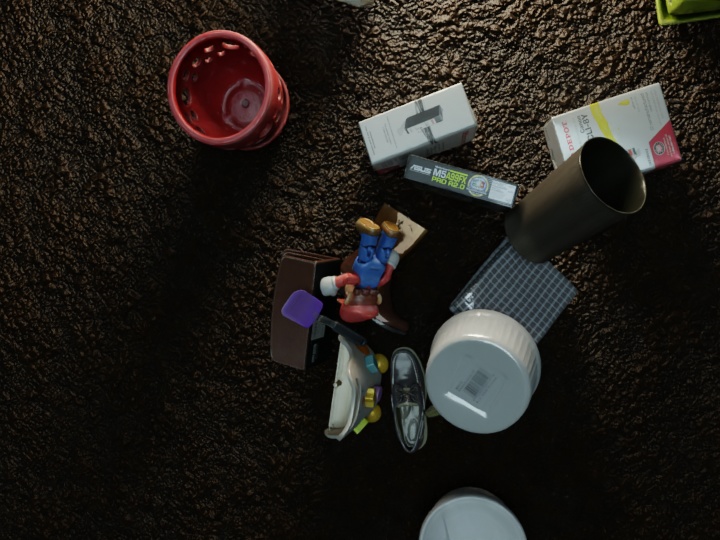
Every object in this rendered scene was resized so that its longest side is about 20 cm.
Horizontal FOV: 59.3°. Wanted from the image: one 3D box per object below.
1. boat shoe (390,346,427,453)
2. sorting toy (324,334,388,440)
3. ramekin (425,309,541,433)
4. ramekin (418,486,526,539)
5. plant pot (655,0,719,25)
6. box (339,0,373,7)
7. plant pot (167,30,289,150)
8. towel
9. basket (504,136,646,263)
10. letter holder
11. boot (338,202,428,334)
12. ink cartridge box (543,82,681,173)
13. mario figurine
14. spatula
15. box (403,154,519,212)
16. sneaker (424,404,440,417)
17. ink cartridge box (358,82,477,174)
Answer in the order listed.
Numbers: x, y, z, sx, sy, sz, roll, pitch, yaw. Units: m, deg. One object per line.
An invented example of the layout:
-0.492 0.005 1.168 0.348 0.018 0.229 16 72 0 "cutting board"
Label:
0.094 0.252 1.226 0.071 0.065 0.204 -4 90 9 "boat shoe"
-0.014 0.233 1.183 0.105 0.180 0.204 9 93 8 "sorting toy"
0.206 0.178 1.087 0.197 0.098 0.204 6 109 18 "ramekin"
0.211 0.510 1.202 0.199 0.094 0.206 0 92 7 "ramekin"
0.608 -0.538 1.077 0.197 0.181 0.203 -7 90 8 "plant pot"
-0.062 -0.591 1.188 0.197 0.109 0.129 21 118 6 "box"
-0.239 -0.324 1.199 0.197 0.182 0.204 0 91 7 "plant pot"
0.283 0.048 1.159 0.165 0.086 0.200 42 77 5 "towel"
0.351 -0.108 1.070 0.137 0.180 0.200 53 138 5 "basket"
-0.130 0.068 1.214 0.140 0.100 0.204 11 99 25 "letter holder"
0.066 -0.001 1.229 0.188 0.068 0.201 40 97 17 "boot"
0.454 -0.233 1.155 0.197 0.083 0.147 -16 89 8 "ink cartridge box"
0.000 0.000 1.161 0.122 0.106 0.203 19 111 4 "mario figurine"
-0.056 0.096 1.154 0.199 0.021 0.057 33 92 -39 "spatula"
0.181 -0.156 1.157 0.197 0.160 0.045 17 95 8 "box"
0.178 0.192 1.213 0.088 0.077 0.201 40 88 7 "sneaker"
0.108 -0.257 1.172 0.197 0.144 0.085 -18 89 8 "ink cartridge box"
